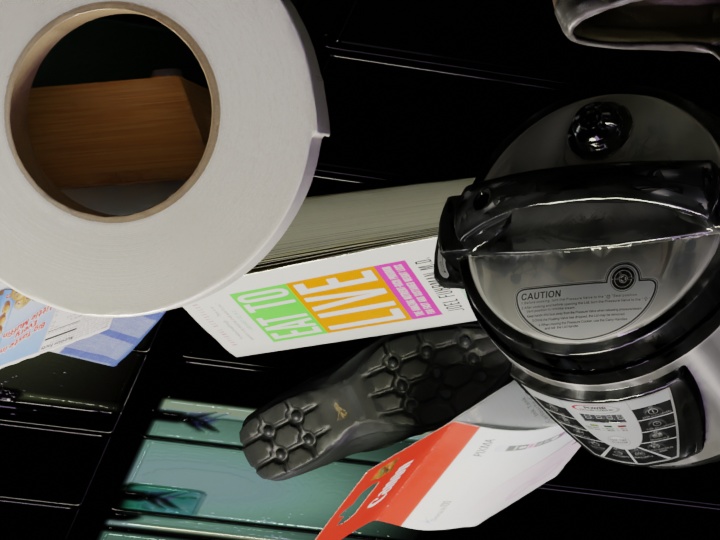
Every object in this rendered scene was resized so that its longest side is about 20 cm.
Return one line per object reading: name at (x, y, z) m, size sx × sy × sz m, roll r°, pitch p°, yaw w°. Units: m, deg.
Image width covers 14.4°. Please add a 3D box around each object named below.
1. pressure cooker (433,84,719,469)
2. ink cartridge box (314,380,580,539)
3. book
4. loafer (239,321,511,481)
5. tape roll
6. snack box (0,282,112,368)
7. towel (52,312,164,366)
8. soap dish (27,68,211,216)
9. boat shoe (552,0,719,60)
pressure cooker at (0.146, -0.002, 1.548) m, size 0.176 × 0.179 × 0.200 m, roll -41°, pitch 143°, yaw 1°
ink cartridge box at (0.069, 0.127, 1.801) m, size 0.200 × 0.057 × 0.163 m, roll -35°, pitch 168°, yaw -30°
book at (0.000, 0.000, 1.691) m, size 0.200 × 0.048 × 0.134 m, roll -10°, pitch 154°, yaw 14°
loafer at (0.015, 0.077, 1.815) m, size 0.200 × 0.068 × 0.070 m, roll -24°, pitch 180°, yaw 25°
tape roll at (-0.117, -0.077, 1.395) m, size 0.202 × 0.203 × 0.037 m, roll -4°, pitch 180°, yaw 9°
snack box at (-0.201, 0.022, 1.599) m, size 0.200 × 0.024 × 0.072 m, roll -21°, pitch 141°, yaw -52°
towel at (-0.216, 0.011, 1.729) m, size 0.200 × 0.024 × 0.147 m, roll 13°, pitch 149°, yaw -22°
soap dish at (-0.160, -0.055, 1.501) m, size 0.200 × 0.081 × 0.157 m, roll -4°, pitch 178°, yaw 8°
boat shoe at (0.191, -0.132, 1.418) m, size 0.200 × 0.065 × 0.073 m, roll 0°, pitch 150°, yaw -2°
